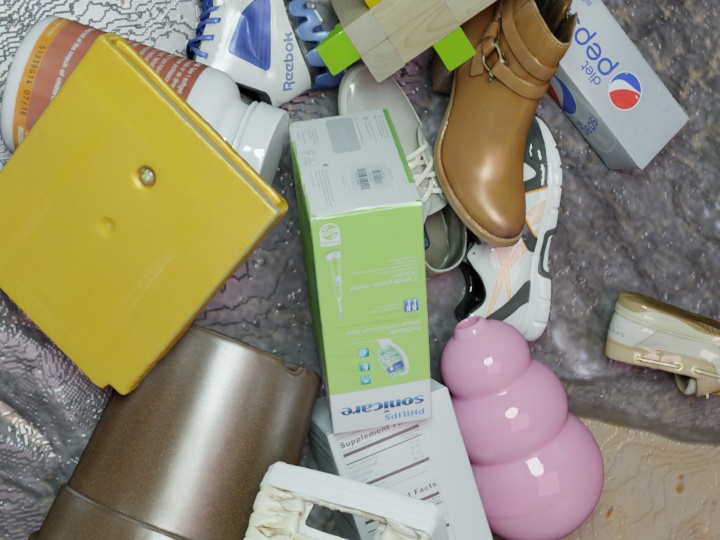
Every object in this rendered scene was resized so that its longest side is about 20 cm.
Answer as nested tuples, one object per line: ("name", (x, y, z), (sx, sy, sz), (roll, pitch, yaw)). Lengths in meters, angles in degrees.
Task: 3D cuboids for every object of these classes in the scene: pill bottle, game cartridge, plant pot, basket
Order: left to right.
("game cartridge", (-0.174, -0.034, 0.901), (0.176, 0.032, 0.200), (45, 112, 3))
("pill bottle", (-0.161, -0.111, 0.959), (0.197, 0.112, 0.114), (18, 91, 4))
("plant pot", (-0.129, 0.151, 0.990), (0.198, 0.200, 0.201), (23, 82, -16))
("basket", (-0.012, 0.251, 0.910), (0.134, 0.201, 0.124), (11, 55, 18))

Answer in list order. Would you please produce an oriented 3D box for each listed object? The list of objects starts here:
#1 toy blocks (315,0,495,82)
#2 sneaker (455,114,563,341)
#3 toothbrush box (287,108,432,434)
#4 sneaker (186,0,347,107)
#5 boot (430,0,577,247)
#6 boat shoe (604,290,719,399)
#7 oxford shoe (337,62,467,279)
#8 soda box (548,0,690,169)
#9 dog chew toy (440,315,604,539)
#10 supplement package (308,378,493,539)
("toy blocks", (0.054, -0.228, 0.995), (0.199, 0.137, 0.100), (-33, 113, 8))
("sneaker", (0.126, -0.038, 1.096), (0.079, 0.074, 0.203), (2, 95, -14))
("toothbrush box", (0.000, 0.000, 0.984), (0.085, 0.146, 0.202), (-7, 124, -6))
("sneaker", (-0.105, -0.207, 1.009), (0.115, 0.080, 0.201), (-36, 105, -11))
("boot", (0.127, -0.136, 1.009), (0.076, 0.155, 0.203), (9, 63, -28))
("boat shoe", (0.310, 0.081, 1.166), (0.198, 0.074, 0.070), (21, 102, -16))
("oxford shoe", (0.041, -0.081, 1.057), (0.075, 0.058, 0.202), (-33, 114, -24))
("soda box", (0.195, -0.183, 1.104), (0.068, 0.063, 0.200), (-44, 105, -9))
("dog chew toy", (0.130, 0.131, 1.084), (0.123, 0.124, 0.202), (-27, 106, -11))
("supplement package", (0.037, 0.199, 1.074), (0.108, 0.114, 0.203), (-20, 102, -13))
